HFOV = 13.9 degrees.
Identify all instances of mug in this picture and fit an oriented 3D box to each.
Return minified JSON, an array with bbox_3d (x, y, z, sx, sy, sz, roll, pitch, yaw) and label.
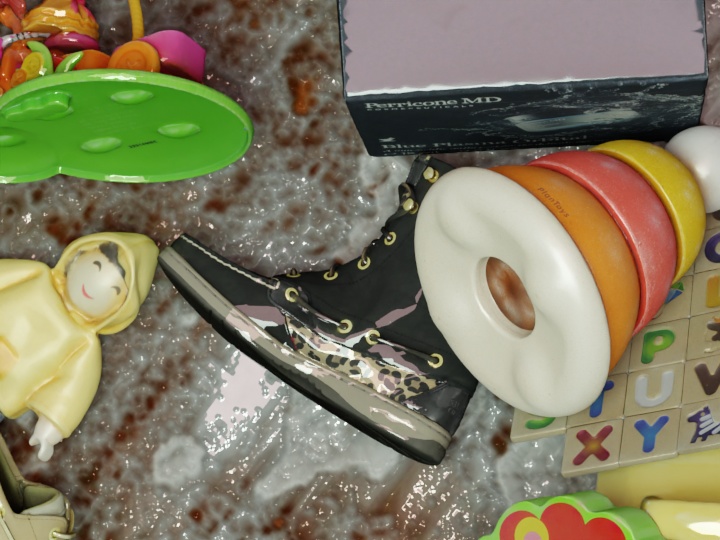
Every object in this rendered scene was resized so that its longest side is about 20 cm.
[{"bbox_3d":[0.206,0.126,1.612,0.152,0.187,0.150,4,56,13],"label":"mug"}]

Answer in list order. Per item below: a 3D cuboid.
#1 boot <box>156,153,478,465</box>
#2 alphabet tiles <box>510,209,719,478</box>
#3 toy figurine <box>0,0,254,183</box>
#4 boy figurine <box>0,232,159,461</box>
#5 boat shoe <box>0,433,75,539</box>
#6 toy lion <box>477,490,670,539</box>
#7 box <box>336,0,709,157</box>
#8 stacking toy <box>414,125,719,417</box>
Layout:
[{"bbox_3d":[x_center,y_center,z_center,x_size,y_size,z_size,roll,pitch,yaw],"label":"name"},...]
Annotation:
[{"bbox_3d":[0.000,0.000,1.689,0.200,0.073,0.151,33,83,13],"label":"boot"},{"bbox_3d":[0.166,0.030,1.629,0.166,0.006,0.201,-13,41,23],"label":"alphabet tiles"},{"bbox_3d":[-0.155,-0.158,1.713,0.199,0.150,0.185,-10,67,27],"label":"toy figurine"},{"bbox_3d":[-0.198,0.047,1.702,0.199,0.064,0.125,-31,79,3],"label":"boy figurine"},{"bbox_3d":[-0.195,0.144,1.656,0.066,0.074,0.200,-29,110,6],"label":"boat shoe"},{"bbox_3d":[0.117,0.224,1.528,0.200,0.069,0.192,51,119,23],"label":"toy lion"},{"bbox_3d":[0.089,-0.137,1.636,0.196,0.200,0.118,-3,82,4],"label":"box"},{"bbox_3d":[0.142,-0.022,1.625,0.200,0.146,0.146,-29,80,-30],"label":"stacking toy"}]
